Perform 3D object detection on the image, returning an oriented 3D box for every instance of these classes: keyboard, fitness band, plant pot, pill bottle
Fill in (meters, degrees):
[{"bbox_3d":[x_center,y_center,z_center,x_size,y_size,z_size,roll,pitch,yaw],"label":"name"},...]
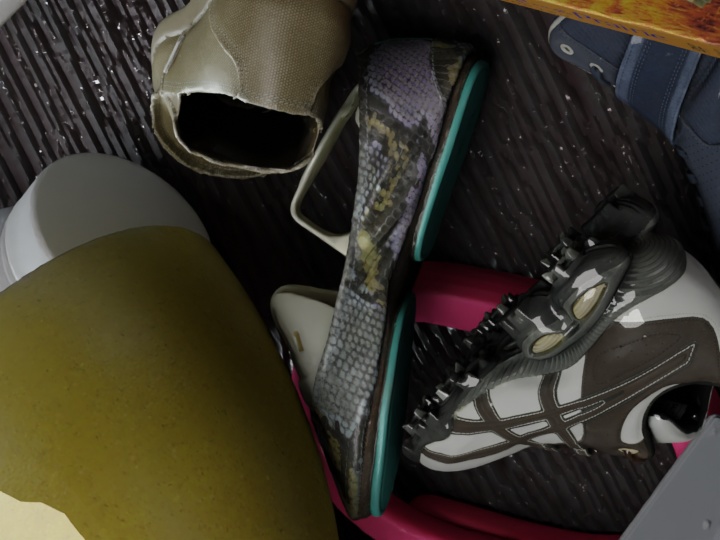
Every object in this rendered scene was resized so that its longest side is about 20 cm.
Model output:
[{"bbox_3d":[0.104,0.153,1.230,0.056,0.200,0.011,41,171,-25],"label":"keyboard"},{"bbox_3d":[0.063,0.070,1.293,0.199,0.037,0.144,12,122,23],"label":"fitness band"},{"bbox_3d":[-0.089,0.104,1.211,0.142,0.200,0.201,45,132,24],"label":"plant pot"},{"bbox_3d":[-0.151,0.042,1.347,0.120,0.120,0.200,42,129,2],"label":"pill bottle"}]

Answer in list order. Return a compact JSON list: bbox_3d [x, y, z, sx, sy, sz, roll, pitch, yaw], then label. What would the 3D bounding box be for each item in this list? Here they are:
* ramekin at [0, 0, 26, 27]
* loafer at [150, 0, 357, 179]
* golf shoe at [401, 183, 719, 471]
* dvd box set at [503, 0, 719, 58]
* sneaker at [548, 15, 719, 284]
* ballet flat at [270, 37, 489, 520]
[{"bbox_3d":[-0.175,-0.142,1.208,0.098,0.201,0.200,45,130,-11],"label":"ramekin"},{"bbox_3d":[-0.050,-0.071,1.204,0.076,0.068,0.200,14,162,-5],"label":"loafer"},{"bbox_3d":[0.084,0.050,1.184,0.094,0.078,0.200,38,150,-3],"label":"golf shoe"},{"bbox_3d":[0.069,-0.171,1.102,0.199,0.029,0.147,18,89,21],"label":"dvd box set"},{"bbox_3d":[0.138,-0.044,1.161,0.146,0.077,0.203,32,137,21],"label":"sneaker"},{"bbox_3d":[0.000,0.000,1.231,0.072,0.072,0.201,15,95,22],"label":"ballet flat"}]
